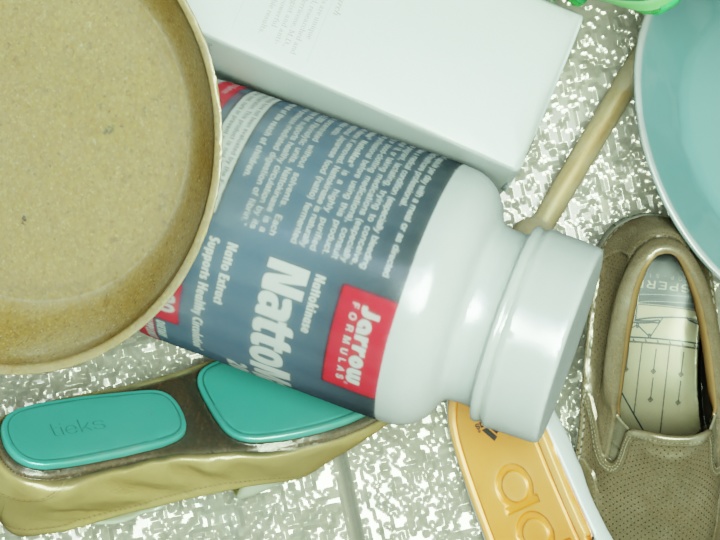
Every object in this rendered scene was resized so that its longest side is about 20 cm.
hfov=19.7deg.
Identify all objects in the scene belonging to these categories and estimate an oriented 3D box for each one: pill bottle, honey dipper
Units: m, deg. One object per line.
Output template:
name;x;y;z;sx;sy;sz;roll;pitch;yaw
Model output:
pill bottle;0.000;0.000;0.917;0.198;0.120;0.121;19;84;10
honey dipper;0.127;-0.091;0.993;0.038;0.038;0.201;32;88;0

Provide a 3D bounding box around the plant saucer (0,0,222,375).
plant saucer;-0.143;-0.059;0.868;0.198;0.035;0.203;2;97;19

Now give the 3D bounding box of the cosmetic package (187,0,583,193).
cosmetic package;-0.007;-0.109;0.947;0.198;0.113;0.082;22;84;-2

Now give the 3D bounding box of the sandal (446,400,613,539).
sandal;0.079;0.143;0.942;0.079;0.059;0.208;-34;78;38

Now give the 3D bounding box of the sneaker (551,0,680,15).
sneaker;0.073;-0.155;0.908;0.074;0.200;0.084;-44;126;-1

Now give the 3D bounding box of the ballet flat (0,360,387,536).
ballet flat;-0.077;0.079;0.951;0.198;0.063;0.069;-7;44;-20

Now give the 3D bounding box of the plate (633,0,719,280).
plate;0.208;-0.063;0.970;0.198;0.026;0.202;9;69;-23

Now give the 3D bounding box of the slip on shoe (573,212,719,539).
slip on shoe;0.137;0.076;0.948;0.075;0.061;0.202;1;98;-4
